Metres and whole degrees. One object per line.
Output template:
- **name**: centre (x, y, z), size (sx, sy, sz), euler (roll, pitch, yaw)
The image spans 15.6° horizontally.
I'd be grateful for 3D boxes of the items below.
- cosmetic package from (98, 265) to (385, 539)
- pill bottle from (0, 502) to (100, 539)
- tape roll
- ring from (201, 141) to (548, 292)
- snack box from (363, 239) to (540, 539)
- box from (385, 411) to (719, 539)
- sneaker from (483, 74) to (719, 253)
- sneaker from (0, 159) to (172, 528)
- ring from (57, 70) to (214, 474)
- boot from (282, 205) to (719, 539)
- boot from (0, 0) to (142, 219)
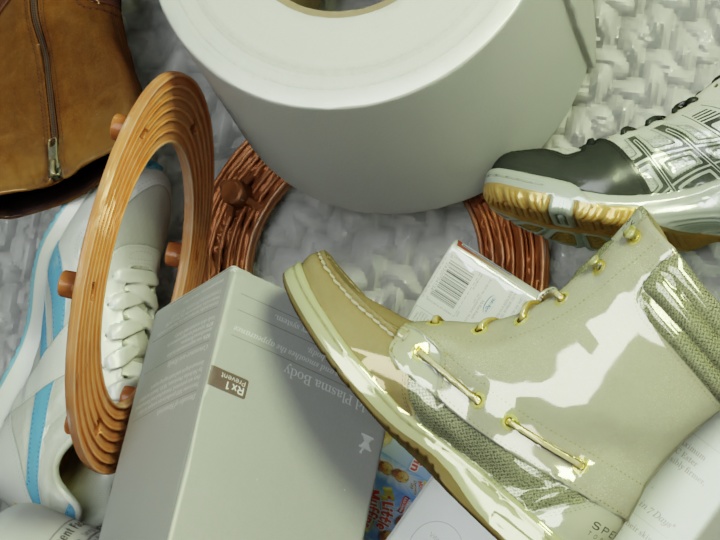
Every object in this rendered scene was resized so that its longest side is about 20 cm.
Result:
- **cosmetic package**: centre (-0.059, 0.114, 1.255), size (0.090, 0.107, 0.201), euler (-31, 43, 50)
- **pill bottle**: centre (-0.159, 0.183, 1.334), size (0.199, 0.114, 0.115), euler (24, 90, 9)
- **tape roll**: centre (0.009, -0.145, 1.309), size (0.202, 0.139, 0.204), euler (-5, 68, 13)
- **ring**: centre (0.000, 0.000, 1.368), size (0.200, 0.019, 0.201), euler (-4, 80, 21)
- **snack box**: centre (0.026, 0.088, 1.323), size (0.072, 0.024, 0.200), euler (32, 103, 3)
- **box**: centre (0.103, 0.127, 1.270), size (0.124, 0.097, 0.200), euler (37, 93, 22)
- **sneaker**: centre (0.161, -0.055, 1.297), size (0.199, 0.076, 0.088), euler (3, 80, 8)
- **sneaker**: centre (-0.135, 0.039, 1.387), size (0.081, 0.076, 0.201), euler (25, 100, 33)
- **ring**: centre (-0.111, 0.000, 1.291), size (0.019, 0.200, 0.201), euler (12, 86, 12)
- **boot**: centre (0.075, 0.025, 1.211), size (0.200, 0.072, 0.155), euler (44, 96, 17)
- **boot**: centre (-0.131, -0.142, 1.380), size (0.188, 0.069, 0.201), euler (-23, 49, 17)
